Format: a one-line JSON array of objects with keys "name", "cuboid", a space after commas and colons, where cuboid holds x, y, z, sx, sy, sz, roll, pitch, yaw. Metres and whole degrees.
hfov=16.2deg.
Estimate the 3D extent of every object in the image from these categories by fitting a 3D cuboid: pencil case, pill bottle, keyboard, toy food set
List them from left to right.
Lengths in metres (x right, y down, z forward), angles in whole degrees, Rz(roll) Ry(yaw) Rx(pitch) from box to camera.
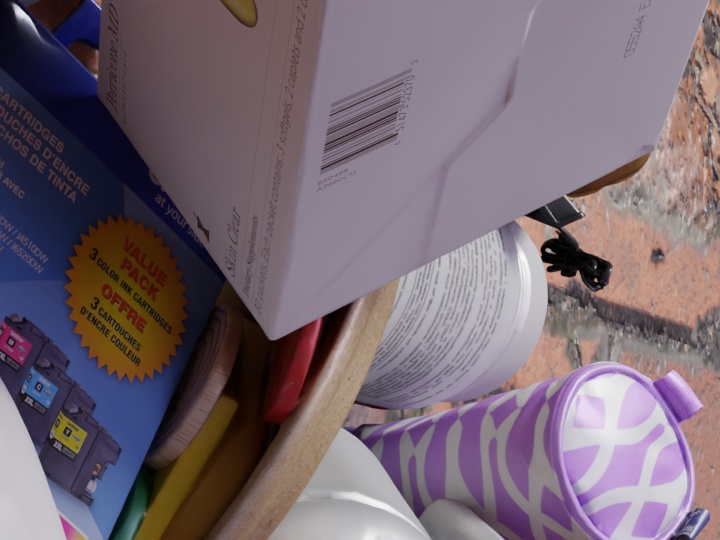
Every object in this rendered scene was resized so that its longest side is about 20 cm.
[{"name": "toy food set", "cuboid": [-0.047, 0.033, 0.894, 0.049, 0.198, 0.200, 30, 94, -16]}, {"name": "pill bottle", "cuboid": [0.000, 0.000, 1.078, 0.200, 0.113, 0.114, 18, 72, -62]}, {"name": "pencil case", "cuboid": [0.052, 0.088, 1.062, 0.084, 0.200, 0.086, 50, 52, -20]}, {"name": "keyboard", "cuboid": [0.072, -0.036, 1.171, 0.127, 0.021, 0.200, 48, 0, -7]}]

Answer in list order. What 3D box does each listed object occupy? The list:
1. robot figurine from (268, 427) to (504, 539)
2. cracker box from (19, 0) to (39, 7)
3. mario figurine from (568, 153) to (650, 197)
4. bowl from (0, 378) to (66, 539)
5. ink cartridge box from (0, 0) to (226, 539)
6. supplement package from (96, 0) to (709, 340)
[{"name": "robot figurine", "cuboid": [-0.025, 0.125, 0.967, 0.200, 0.169, 0.113, -127, -159, -69]}, {"name": "cracker box", "cuboid": [-0.104, -0.143, 0.795, 0.134, 0.200, 0.058, 17, 55, -61]}, {"name": "mario figurine", "cuboid": [0.094, -0.127, 1.130, 0.200, 0.123, 0.106, 73, 25, -54]}, {"name": "bowl", "cuboid": [-0.160, 0.133, 0.701, 0.200, 0.075, 0.200, -21, 115, -23]}, {"name": "ink cartridge box", "cuboid": [-0.123, 0.003, 0.818, 0.136, 0.076, 0.200, 45, 50, -31]}, {"name": "supplement package", "cuboid": [0.016, -0.101, 0.745, 0.156, 0.111, 0.200, -26, 153, -22]}]
